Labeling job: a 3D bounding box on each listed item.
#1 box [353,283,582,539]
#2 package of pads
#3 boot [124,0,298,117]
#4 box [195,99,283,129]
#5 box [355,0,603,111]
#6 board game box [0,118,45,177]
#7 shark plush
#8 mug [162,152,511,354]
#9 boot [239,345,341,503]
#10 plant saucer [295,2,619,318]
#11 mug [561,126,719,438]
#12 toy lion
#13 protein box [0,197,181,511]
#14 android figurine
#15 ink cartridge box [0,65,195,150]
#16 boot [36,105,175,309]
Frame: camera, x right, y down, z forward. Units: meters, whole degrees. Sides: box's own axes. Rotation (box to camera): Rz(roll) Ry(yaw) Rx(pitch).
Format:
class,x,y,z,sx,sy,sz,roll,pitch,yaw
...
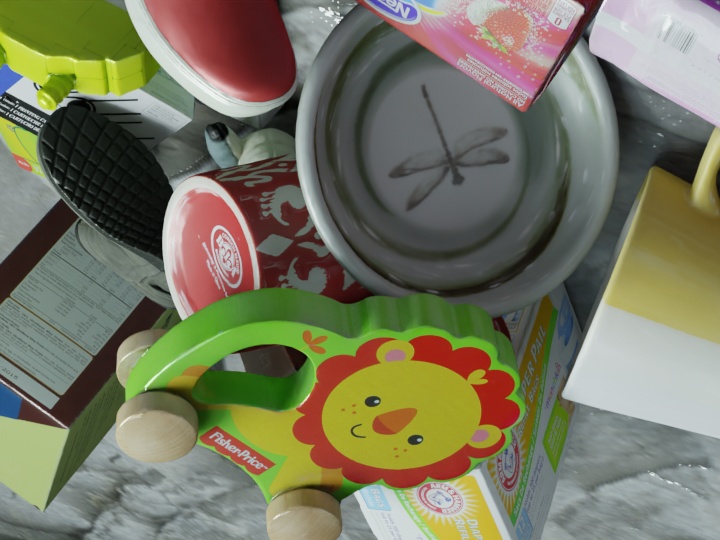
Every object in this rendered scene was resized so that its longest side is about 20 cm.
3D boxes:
class,x,y,z,sx,sy,sz,roll,pitch,yaw
box,0.077,0.096,1.036,0.101,0.201,0.113,-3,132,28
package of pads,0.220,-0.111,0.734,0.199,0.121,0.076,31,147,8
boot,-0.081,-0.188,0.786,0.201,0.072,0.144,61,152,9
box,-0.147,-0.191,1.057,0.199,0.036,0.145,23,145,20
box,0.043,-0.193,0.818,0.199,0.100,0.096,34,147,4
board game box,-0.239,-0.139,1.144,0.101,0.048,0.200,22,153,24
shark plush,-0.078,-0.051,1.100,0.090,0.084,0.200,-2,172,-18
mug,0.000,-0.011,0.942,0.177,0.199,0.134,36,126,42
boot,-0.008,0.059,1.062,0.064,0.200,0.187,-22,87,33
plant saucer,0.052,-0.072,0.889,0.200,0.200,0.050,46,167,-14
mug,0.218,0.026,0.893,0.152,0.150,0.187,22,152,8
toy lion,-0.012,0.072,0.875,0.191,0.069,0.200,-34,129,24
protein box,-0.259,0.065,1.328,0.135,0.200,0.199,35,147,3
android figurine,-0.153,-0.177,0.929,0.181,0.200,0.041,26,150,12
ink cartridge box,-0.216,-0.140,1.021,0.094,0.044,0.200,-28,137,36
boot,-0.174,-0.032,1.086,0.200,0.068,0.130,42,153,-28
